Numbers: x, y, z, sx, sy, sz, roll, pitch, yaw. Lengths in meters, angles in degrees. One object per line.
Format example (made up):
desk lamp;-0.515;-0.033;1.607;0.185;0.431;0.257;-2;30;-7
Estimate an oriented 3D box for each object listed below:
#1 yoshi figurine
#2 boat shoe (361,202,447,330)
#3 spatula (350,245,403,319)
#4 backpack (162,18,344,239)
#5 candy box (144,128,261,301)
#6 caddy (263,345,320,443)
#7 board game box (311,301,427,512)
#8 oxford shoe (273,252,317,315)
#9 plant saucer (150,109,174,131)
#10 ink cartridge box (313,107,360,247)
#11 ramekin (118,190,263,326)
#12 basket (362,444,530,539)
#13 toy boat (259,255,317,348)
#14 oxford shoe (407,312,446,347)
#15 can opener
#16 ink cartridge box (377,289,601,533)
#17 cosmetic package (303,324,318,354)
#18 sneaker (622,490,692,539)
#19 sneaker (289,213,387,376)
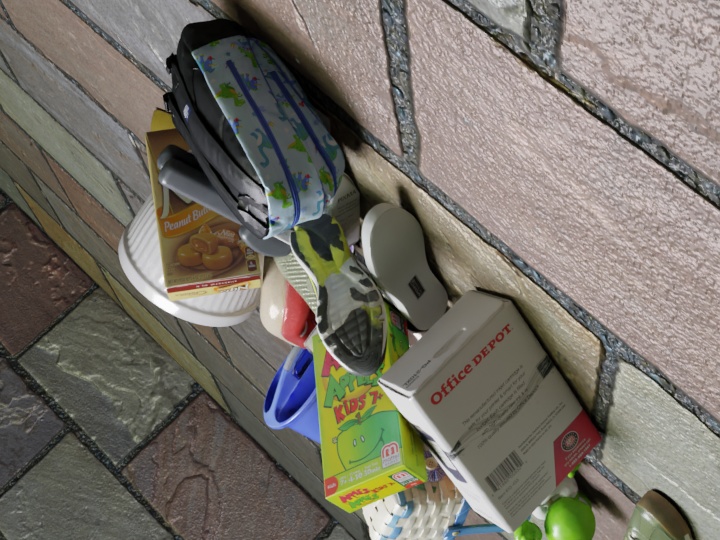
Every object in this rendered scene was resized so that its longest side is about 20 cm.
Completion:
yoshi figurine;0.207;0.259;1.582;0.199;0.113;0.112;34;147;-33
boat shoe;0.033;-0.008;1.461;0.063;0.071;0.201;34;162;36
spatula;0.000;0.000;1.599;0.201;0.020;0.057;-125;27;-42
backpack;-0.106;-0.132;1.392;0.164;0.152;0.202;108;147;-54
candy box;-0.189;-0.073;1.650;0.055;0.114;0.203;100;160;-72
caddy;-0.053;0.134;1.846;0.105;0.201;0.141;36;173;-25
board game box;0.007;0.144;1.473;0.048;0.101;0.202;37;-144;-44
oxford shoe;-0.049;-0.009;1.595;0.201;0.057;0.076;54;136;29
plant saucer;-0.210;-0.120;1.904;0.199;0.048;0.201;26;154;57
ink cartridge box;-0.068;-0.135;1.509;0.162;0.057;0.202;39;143;30
ramekin;-0.200;-0.035;1.761;0.200;0.199;0.106;42;123;16
basket;0.093;0.246;1.654;0.177;0.198;0.140;62;140;34
toy boat;-0.050;0.025;1.717;0.129;0.133;0.200;0;170;13
oxford shoe;0.092;0.093;1.563;0.200;0.071;0.073;42;160;20
can opener;-0.138;-0.066;1.487;0.199;0.066;0.053;31;-156;-33
ink cartridge box;0.134;0.142;1.416;0.201;0.145;0.084;53;165;-23
cosmetic package;0.027;0.122;1.704;0.105;0.071;0.200;39;-179;38
sneaker;0.309;0.320;1.491;0.067;0.090;0.201;38;163;32
sneaker;-0.011;0.031;1.451;0.085;0.074;0.202;57;-169;-55
